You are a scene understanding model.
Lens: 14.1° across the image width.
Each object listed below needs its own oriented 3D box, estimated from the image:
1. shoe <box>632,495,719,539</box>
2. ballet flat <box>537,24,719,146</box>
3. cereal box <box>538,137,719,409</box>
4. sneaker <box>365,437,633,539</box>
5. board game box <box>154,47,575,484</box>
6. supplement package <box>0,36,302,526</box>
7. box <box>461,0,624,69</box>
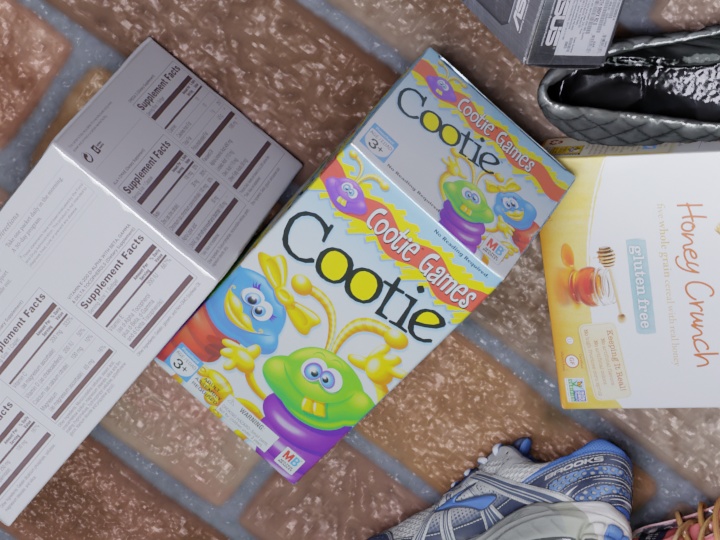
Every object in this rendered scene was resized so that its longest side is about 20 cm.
[{"bbox_3d":[0.190,0.151,1.545,0.091,0.072,0.201,18,122,2],"label":"shoe"},{"bbox_3d":[0.185,-0.093,1.439,0.199,0.057,0.067,-10,92,20],"label":"ballet flat"},{"bbox_3d":[0.194,0.000,1.492,0.199,0.040,0.144,-2,111,19],"label":"cereal box"},{"bbox_3d":[0.078,0.140,1.581,0.200,0.085,0.077,-17,135,44],"label":"sneaker"},{"bbox_3d":[0.000,0.000,1.493,0.105,0.103,0.200,41,131,-3],"label":"board game box"},{"bbox_3d":[-0.148,0.004,1.533,0.111,0.156,0.200,40,119,-5],"label":"supplement package"},{"bbox_3d":[0.086,-0.219,1.365,0.048,0.158,0.201,-1,122,-29],"label":"box"}]
